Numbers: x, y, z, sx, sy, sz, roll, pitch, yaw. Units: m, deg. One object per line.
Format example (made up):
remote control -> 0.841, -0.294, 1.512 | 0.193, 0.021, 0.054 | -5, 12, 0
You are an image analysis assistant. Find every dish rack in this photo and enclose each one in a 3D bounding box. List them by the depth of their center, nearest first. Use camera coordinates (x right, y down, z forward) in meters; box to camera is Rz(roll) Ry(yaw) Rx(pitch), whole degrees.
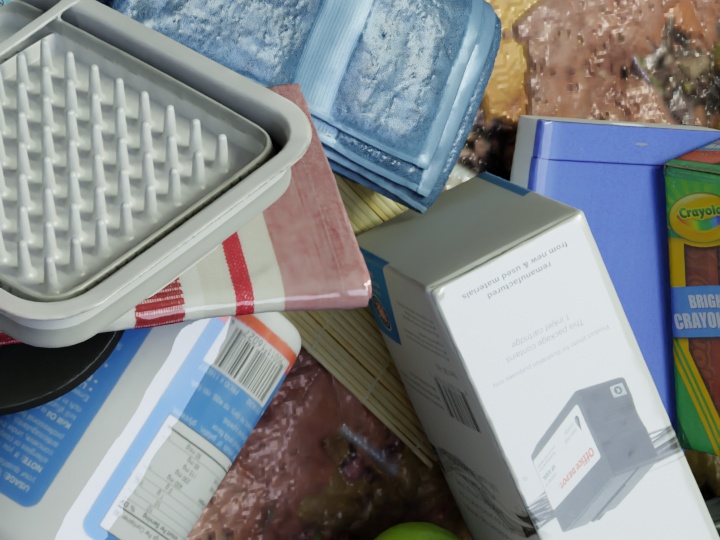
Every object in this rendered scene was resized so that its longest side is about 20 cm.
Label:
dish rack -> -0.138, -0.044, 1.185 | 0.172, 0.200, 0.044 | -37, 142, -36

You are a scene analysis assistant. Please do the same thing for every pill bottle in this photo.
pill bottle -> -0.122, 0.085, 1.271 | 0.112, 0.112, 0.200 | 38, 80, -32

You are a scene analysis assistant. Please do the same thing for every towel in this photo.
towel -> -0.106, -0.021, 1.214 | 0.199, 0.144, 0.023 | -6, 130, -11
towel -> -0.029, -0.115, 1.312 | 0.200, 0.048, 0.112 | 26, 82, -27

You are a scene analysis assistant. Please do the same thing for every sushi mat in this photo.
sushi mat -> 0.000, 0.000, 1.386 | 0.200, 0.012, 0.096 | 45, 75, -31

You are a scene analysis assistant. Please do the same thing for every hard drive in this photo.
hard drive -> 0.121, 0.026, 1.452 | 0.132, 0.025, 0.201 | 1, 99, -40

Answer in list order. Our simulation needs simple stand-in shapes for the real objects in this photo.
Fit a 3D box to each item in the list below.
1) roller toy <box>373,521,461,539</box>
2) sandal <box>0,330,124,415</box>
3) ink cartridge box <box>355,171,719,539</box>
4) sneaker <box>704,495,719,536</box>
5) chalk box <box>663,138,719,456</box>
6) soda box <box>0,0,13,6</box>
roller toy -> 0.005, 0.238, 1.364 | 0.182, 0.140, 0.201 | -21, 111, -26
sandal -> -0.189, 0.029, 1.207 | 0.199, 0.075, 0.045 | -16, 154, -6
ink cartridge box -> 0.083, 0.068, 1.334 | 0.084, 0.145, 0.201 | -27, 105, -11
sneaker -> 0.184, 0.168, 1.458 | 0.199, 0.104, 0.060 | -17, 133, -14
chalk box -> 0.237, -0.010, 1.448 | 0.124, 0.125, 0.201 | -24, 115, -42
soda box -> -0.207, -0.122, 1.170 | 0.199, 0.064, 0.069 | -26, 113, -5
